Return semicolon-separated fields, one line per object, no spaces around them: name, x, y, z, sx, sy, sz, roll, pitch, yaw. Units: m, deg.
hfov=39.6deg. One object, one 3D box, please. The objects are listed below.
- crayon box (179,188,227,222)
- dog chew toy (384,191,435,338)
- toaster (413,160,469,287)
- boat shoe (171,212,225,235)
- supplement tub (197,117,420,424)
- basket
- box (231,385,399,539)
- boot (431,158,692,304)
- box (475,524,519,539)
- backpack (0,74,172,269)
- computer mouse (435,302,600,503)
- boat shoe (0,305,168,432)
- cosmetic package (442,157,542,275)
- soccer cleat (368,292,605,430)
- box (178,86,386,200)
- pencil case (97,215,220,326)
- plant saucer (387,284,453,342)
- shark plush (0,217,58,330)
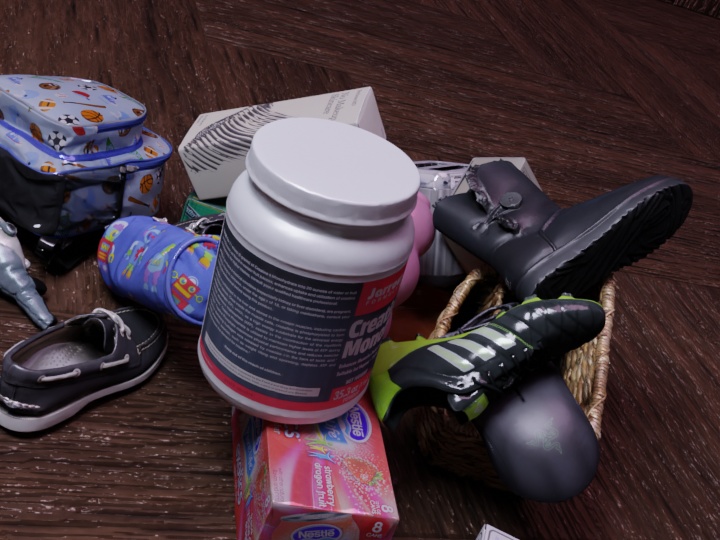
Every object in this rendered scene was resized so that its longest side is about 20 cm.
crayon box;-0.094;-0.049;1.129;0.200;0.058;0.119;20;30;-5
dog chew toy;0.000;0.000;0.986;0.124;0.125;0.200;34;73;18
toaster;0.086;-0.057;1.156;0.113;0.129;0.200;10;13;32
boat shoe;-0.139;-0.037;0.981;0.200;0.073;0.063;1;-29;39
supplement tub;-0.040;0.002;0.753;0.140;0.200;0.140;12;32;-8
basket;0.138;0.082;0.931;0.143;0.149;0.200;22;54;-5
box;-0.043;0.151;0.808;0.102;0.095;0.200;12;32;-16
boot;0.186;-0.062;0.949;0.200;0.076;0.168;-33;48;-9
box;0.165;0.291;0.763;0.200;0.060;0.117;25;30;2
backpack;-0.294;-0.116;1.021;0.200;0.154;0.190;35;21;25
computer mouse;0.121;0.106;0.837;0.138;0.053;0.200;-29;47;-8
boat shoe;-0.230;0.066;0.848;0.074;0.060;0.200;28;29;20
cosmetic package;0.172;-0.021;1.112;0.071;0.200;0.105;6;53;41
soccer cleat;0.103;0.077;0.802;0.200;0.068;0.081;-17;50;11
box;-0.080;-0.131;1.038;0.200;0.068;0.082;-7;36;17
pencil case;-0.172;-0.004;0.901;0.078;0.087;0.200;32;-10;-32
plant saucer;0.088;0.085;1.069;0.200;0.032;0.200;17;30;-10
shark plush;-0.358;-0.008;0.915;0.200;0.091;0.083;46;52;-1
